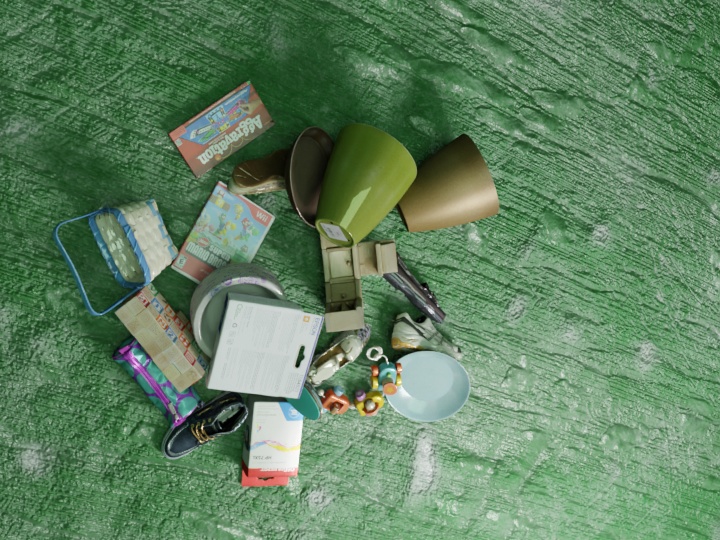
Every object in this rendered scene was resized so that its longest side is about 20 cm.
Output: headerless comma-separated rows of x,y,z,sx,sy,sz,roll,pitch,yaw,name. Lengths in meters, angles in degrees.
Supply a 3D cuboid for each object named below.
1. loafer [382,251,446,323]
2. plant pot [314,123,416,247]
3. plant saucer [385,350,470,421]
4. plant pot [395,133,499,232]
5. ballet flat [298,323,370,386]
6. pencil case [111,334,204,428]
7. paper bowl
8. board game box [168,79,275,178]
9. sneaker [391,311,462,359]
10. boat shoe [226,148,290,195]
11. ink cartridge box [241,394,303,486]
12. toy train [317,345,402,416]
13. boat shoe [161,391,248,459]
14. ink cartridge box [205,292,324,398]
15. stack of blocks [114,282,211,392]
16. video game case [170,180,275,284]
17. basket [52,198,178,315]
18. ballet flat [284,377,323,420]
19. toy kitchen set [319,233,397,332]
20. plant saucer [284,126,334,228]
0.128,0.039,1.688,0.199,0.072,0.064,41,78,-17,loafer
-0.008,-0.155,1.517,0.186,0.186,0.203,37,67,-20,plant pot
0.151,0.255,1.706,0.195,0.039,0.206,2,120,3,plant saucer
0.174,-0.168,1.636,0.196,0.187,0.190,-25,105,0,plant pot
-0.048,0.190,1.639,0.198,0.072,0.073,-35,107,-14,ballet flat
-0.404,0.215,1.496,0.084,0.093,0.202,-34,106,6,pencil case
-0.246,0.079,1.514,0.195,0.105,0.205,-9,121,-15,paper bowl
-0.280,-0.287,1.521,0.198,0.019,0.104,-37,109,-13,board game box
0.159,0.150,1.709,0.197,0.075,0.090,20,65,-33,sneaker
-0.184,-0.200,1.542,0.196,0.062,0.075,-14,77,-36,boat shoe
-0.190,0.373,1.608,0.113,0.067,0.206,4,95,-21,ink cartridge box
0.006,0.265,1.641,0.149,0.056,0.200,33,110,-32,toy train
-0.321,0.323,1.540,0.198,0.091,0.072,-37,107,-12,boat shoe
-0.190,0.152,1.484,0.195,0.041,0.204,11,111,-21,ink cartridge box
-0.381,0.125,1.475,0.058,0.115,0.202,-33,104,11,stack of blocks
-0.283,-0.060,1.548,0.141,0.017,0.203,31,85,-21,video game case
-0.457,-0.034,1.410,0.199,0.137,0.180,-34,109,-45,basket
-0.146,0.230,1.577,0.199,0.074,0.075,40,82,7,ballet flat
0.000,0.000,1.550,0.158,0.181,0.206,-6,99,1,toy kitchen set
-0.099,-0.190,1.537,0.199,0.034,0.207,-5,96,-62,plant saucer
